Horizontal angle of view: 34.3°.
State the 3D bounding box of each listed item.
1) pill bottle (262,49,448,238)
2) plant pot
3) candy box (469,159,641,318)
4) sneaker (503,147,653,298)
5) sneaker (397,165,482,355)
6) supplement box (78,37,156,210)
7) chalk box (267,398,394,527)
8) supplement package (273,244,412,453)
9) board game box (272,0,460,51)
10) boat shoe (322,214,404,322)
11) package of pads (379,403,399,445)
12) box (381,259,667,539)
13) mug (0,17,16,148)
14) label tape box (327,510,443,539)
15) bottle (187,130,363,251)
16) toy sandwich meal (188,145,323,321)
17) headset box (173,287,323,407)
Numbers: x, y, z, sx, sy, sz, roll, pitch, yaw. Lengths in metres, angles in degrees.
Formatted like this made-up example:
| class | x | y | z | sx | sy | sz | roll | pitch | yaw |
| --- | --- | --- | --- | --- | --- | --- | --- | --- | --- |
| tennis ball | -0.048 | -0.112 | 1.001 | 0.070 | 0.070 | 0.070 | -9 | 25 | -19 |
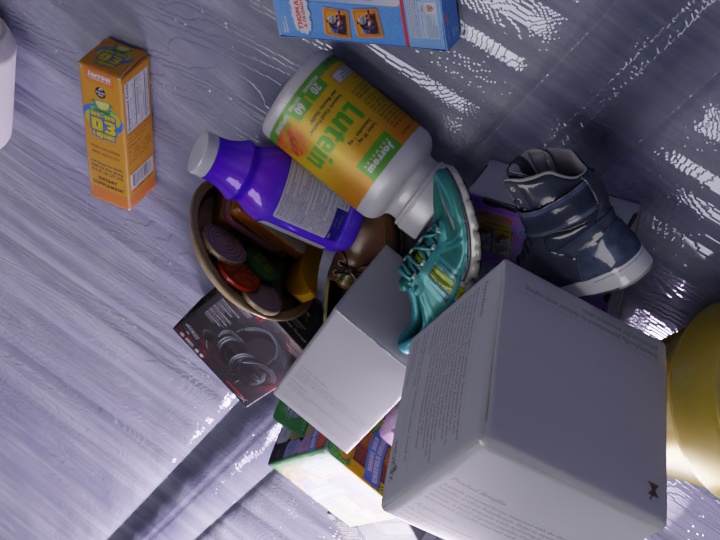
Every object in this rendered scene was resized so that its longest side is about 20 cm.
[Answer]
| class | x | y | z | sx | sy | sz | roll | pitch | yaw |
| --- | --- | --- | --- | --- | --- | --- | --- | --- | --- |
| pill bottle | 0.005 | -0.127 | 1.222 | 0.199 | 0.111 | 0.111 | 39 | 138 | 2 |
| plant pot | 0.352 | 0.131 | 1.145 | 0.201 | 0.201 | 0.188 | 51 | 152 | -12 |
| candy box | 0.191 | 0.005 | 1.229 | 0.166 | 0.072 | 0.202 | 19 | 133 | 21 |
| sneaker | 0.160 | -0.034 | 1.111 | 0.201 | 0.077 | 0.147 | -24 | 108 | 43 |
| sneaker | 0.076 | -0.003 | 1.161 | 0.078 | 0.078 | 0.203 | 0 | 107 | -10 |
| supplement box | -0.296 | -0.177 | 1.430 | 0.066 | 0.069 | 0.202 | 20 | 132 | 17 |
| chalk box | -0.025 | 0.216 | 1.488 | 0.123 | 0.126 | 0.200 | -22 | 126 | 44 |
| supplement package | 0.006 | 0.091 | 1.300 | 0.117 | 0.118 | 0.200 | 39 | 140 | 1 |
| board game box | -0.005 | -0.298 | 1.143 | 0.198 | 0.037 | 0.153 | 11 | 130 | 28 |
| boat shoe | 0.000 | 0.000 | 1.363 | 0.071 | 0.068 | 0.202 | 26 | 135 | 15 |
| package of pads | 0.104 | 0.177 | 1.308 | 0.120 | 0.076 | 0.200 | 38 | 156 | -3 |
| box | 0.153 | 0.142 | 1.072 | 0.197 | 0.202 | 0.171 | 26 | 140 | -17 |
| mug | -0.515 | -0.258 | 1.468 | 0.185 | 0.150 | 0.154 | 30 | 129 | 1 |
| label tape box | 0.061 | 0.396 | 1.652 | 0.142 | 0.066 | 0.202 | -9 | 117 | 40 |
| bottle | -0.089 | -0.089 | 1.263 | 0.198 | 0.085 | 0.065 | 22 | 169 | -27 |
| toy sandwich meal | -0.106 | -0.041 | 1.316 | 0.070 | 0.206 | 0.206 | -35 | 102 | 33 |
| headset box | -0.130 | 0.072 | 1.510 | 0.149 | 0.077 | 0.199 | 48 | 139 | -8 |
